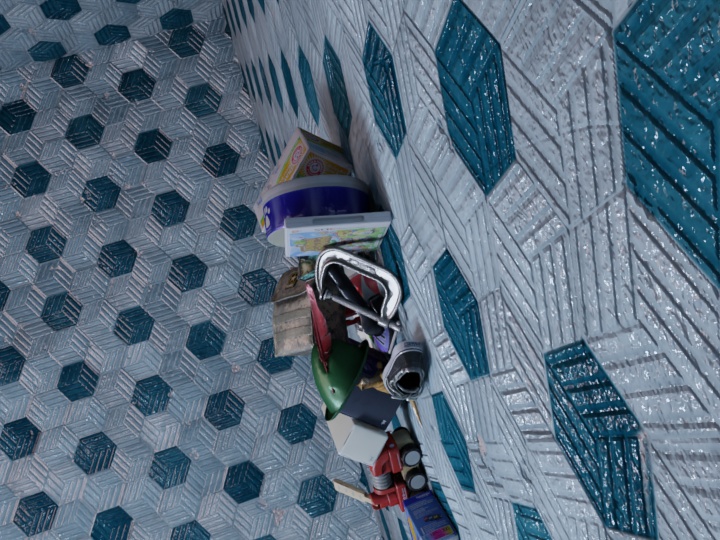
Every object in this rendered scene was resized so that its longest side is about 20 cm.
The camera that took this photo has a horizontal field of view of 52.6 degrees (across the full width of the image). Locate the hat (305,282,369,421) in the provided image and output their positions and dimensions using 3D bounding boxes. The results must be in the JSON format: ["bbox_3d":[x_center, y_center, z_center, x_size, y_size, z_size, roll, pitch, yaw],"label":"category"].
[{"bbox_3d":[-0.091,0.164,1.427,0.203,0.174,0.165,-63,10,-15],"label":"hat"}]

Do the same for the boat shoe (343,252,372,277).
[{"bbox_3d":[0.000,0.000,1.511,0.202,0.059,0.074,86,158,-44],"label":"boat shoe"}]

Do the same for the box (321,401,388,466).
[{"bbox_3d":[-0.016,0.340,1.635,0.079,0.094,0.200,-61,23,10],"label":"box"}]

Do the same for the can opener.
[{"bbox_3d":[-0.012,0.048,1.395,0.200,0.079,0.063,48,169,-16],"label":"can opener"}]

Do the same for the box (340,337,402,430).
[{"bbox_3d":[-0.005,0.242,1.620,0.106,0.146,0.200,-61,23,10],"label":"box"}]

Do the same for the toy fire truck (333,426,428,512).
[{"bbox_3d":[0.039,0.461,1.648,0.129,0.196,0.179,-128,23,-65],"label":"toy fire truck"}]

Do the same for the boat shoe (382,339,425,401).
[{"bbox_3d":[0.083,0.198,1.305,0.200,0.072,0.069,106,162,-57],"label":"boat shoe"}]

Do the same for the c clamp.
[{"bbox_3d":[-0.004,0.050,1.330,0.027,0.198,0.173,-52,-12,-51],"label":"c clamp"}]

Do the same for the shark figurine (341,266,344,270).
[{"bbox_3d":[-0.042,-0.076,1.566,0.216,0.088,0.130,95,159,-62],"label":"shark figurine"}]

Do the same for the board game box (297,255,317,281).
[{"bbox_3d":[-0.078,-0.090,1.507,0.134,0.028,0.204,-26,54,48],"label":"board game box"}]

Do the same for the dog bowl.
[{"bbox_3d":[-0.079,-0.104,1.333,0.200,0.196,0.081,112,151,-76],"label":"dog bowl"}]

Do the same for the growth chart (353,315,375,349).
[{"bbox_3d":[-0.003,0.124,1.901,0.200,0.017,0.148,-144,39,-76],"label":"growth chart"}]

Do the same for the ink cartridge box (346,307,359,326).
[{"bbox_3d":[-0.047,0.046,1.708,0.068,0.114,0.203,93,159,-65],"label":"ink cartridge box"}]

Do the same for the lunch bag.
[{"bbox_3d":[-0.116,0.080,1.604,0.163,0.116,0.205,-16,74,48],"label":"lunch bag"}]

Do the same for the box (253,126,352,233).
[{"bbox_3d":[-0.119,-0.167,1.475,0.202,0.111,0.102,-57,34,20],"label":"box"}]

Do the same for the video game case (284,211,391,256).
[{"bbox_3d":[-0.045,-0.061,1.293,0.200,0.178,0.023,114,151,-77],"label":"video game case"}]

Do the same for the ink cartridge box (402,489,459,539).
[{"bbox_3d":[0.152,0.565,1.537,0.200,0.075,0.139,-127,23,-71],"label":"ink cartridge box"}]

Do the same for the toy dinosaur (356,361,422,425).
[{"bbox_3d":[0.067,0.222,1.437,0.198,0.108,0.060,26,-176,-37],"label":"toy dinosaur"}]

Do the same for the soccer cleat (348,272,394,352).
[{"bbox_3d":[0.022,0.084,1.479,0.068,0.072,0.203,-121,17,-57],"label":"soccer cleat"}]
